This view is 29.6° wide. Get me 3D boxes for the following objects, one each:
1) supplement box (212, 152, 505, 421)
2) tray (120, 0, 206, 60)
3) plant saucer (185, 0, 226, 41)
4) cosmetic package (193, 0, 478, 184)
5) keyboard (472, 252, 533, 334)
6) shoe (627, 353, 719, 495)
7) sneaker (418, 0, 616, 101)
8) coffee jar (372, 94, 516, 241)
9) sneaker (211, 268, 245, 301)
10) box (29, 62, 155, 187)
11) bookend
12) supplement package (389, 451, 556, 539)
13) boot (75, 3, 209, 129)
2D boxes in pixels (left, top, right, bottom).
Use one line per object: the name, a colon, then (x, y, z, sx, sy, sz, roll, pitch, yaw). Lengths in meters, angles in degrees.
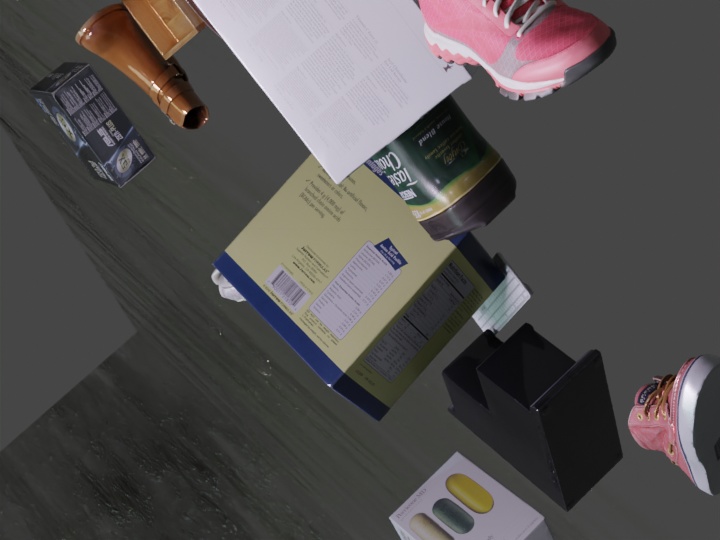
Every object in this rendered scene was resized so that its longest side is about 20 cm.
supplement box: (0.000, 0.000, 1.376, 0.200, 0.200, 0.134, 43, 180, 29)
tray: (-0.235, -0.321, 1.650, 0.099, 0.037, 0.200, 53, 164, -11)
plant saucer: (-0.158, -0.321, 1.436, 0.200, 0.034, 0.201, 45, 165, 15)
cosmetic package: (-0.020, -0.198, 1.127, 0.201, 0.150, 0.052, 52, -156, -8)
keyboard: (0.144, 0.030, 1.466, 0.056, 0.011, 0.200, 48, 164, 7)
shoe: (0.277, 0.122, 1.192, 0.090, 0.072, 0.201, 31, 162, 33)
sneaker: (0.097, -0.184, 0.969, 0.199, 0.074, 0.087, 30, 154, 52)
coffee jar: (0.051, -0.121, 1.222, 0.201, 0.085, 0.104, 51, 160, -7)
sneaker: (-0.162, 0.025, 2.149, 0.199, 0.099, 0.075, 28, 153, 50)
box: (-0.466, -0.254, 2.361, 0.201, 0.086, 0.163, 56, 163, -24)
bookend: (0.170, 0.123, 1.459, 0.199, 0.092, 0.200, 38, 160, 39)
supplement package: (0.175, 0.406, 2.005, 0.199, 0.151, 0.152, 33, 158, 46)
boot: (-0.278, -0.255, 1.763, 0.156, 0.076, 0.200, 52, -175, 12)
